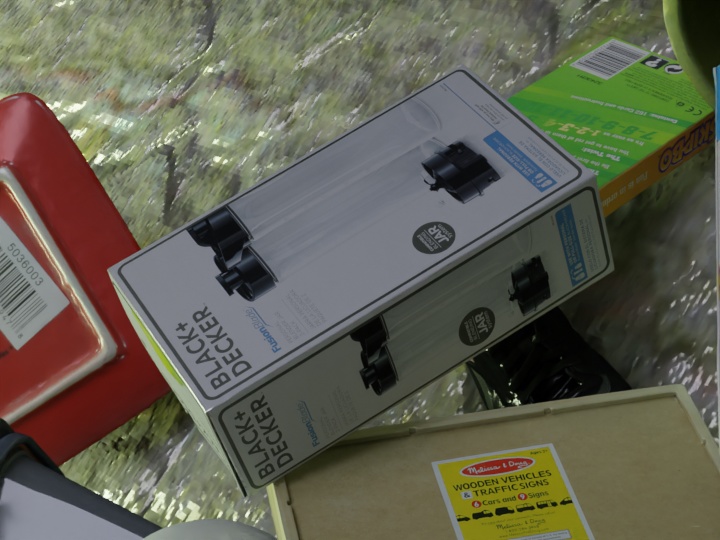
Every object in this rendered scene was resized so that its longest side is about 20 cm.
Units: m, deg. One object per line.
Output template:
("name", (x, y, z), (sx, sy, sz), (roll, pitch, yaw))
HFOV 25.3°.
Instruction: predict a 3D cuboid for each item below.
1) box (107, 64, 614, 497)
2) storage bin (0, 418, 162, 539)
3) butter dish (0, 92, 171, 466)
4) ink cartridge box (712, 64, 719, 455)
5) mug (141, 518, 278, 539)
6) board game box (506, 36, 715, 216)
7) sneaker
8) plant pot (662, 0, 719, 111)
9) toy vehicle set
("box", (0.000, 0.000, 0.727), (0.199, 0.060, 0.117), (-30, 44, -10))
("storage bin", (-0.166, 0.205, 0.841), (0.134, 0.146, 0.201), (20, 69, 14))
("butter dish", (-0.209, 0.020, 0.999), (0.199, 0.148, 0.201), (-32, 87, 12))
("ink cartridge box", (0.239, 0.015, 0.669), (0.147, 0.145, 0.201), (-11, 52, 28))
("mug", (-0.075, 0.200, 0.695), (0.176, 0.199, 0.148), (58, 134, 47))
("board game box", (0.104, -0.062, 0.840), (0.200, 0.030, 0.095), (-30, 43, -32))
("sneaker", (0.076, 0.042, 0.807), (0.076, 0.088, 0.200), (-39, 45, 4))
("plant pot", (0.269, -0.178, 0.785), (0.199, 0.200, 0.190), (-3, 44, 34))
("toy vehicle set", (0.066, 0.111, 0.687), (0.199, 0.027, 0.125), (-7, 37, -8))
